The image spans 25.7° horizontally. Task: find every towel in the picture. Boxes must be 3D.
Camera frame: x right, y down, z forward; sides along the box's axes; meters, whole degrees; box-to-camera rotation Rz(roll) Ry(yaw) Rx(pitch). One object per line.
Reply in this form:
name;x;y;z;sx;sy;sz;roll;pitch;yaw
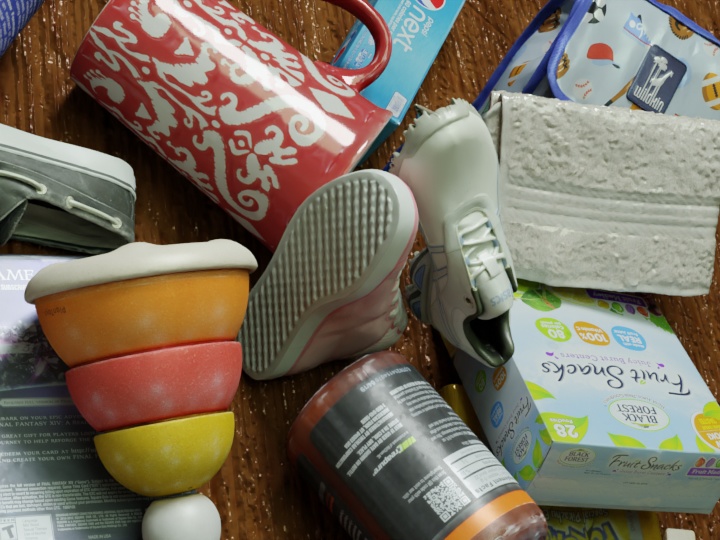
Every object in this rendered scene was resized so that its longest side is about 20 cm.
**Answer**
towel;0.173;-0.054;1.140;0.198;0.034;0.134;5;103;-14

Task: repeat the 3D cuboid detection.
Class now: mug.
mug;-0.085;-0.131;1.125;0.199;0.134;0.178;36;51;-2

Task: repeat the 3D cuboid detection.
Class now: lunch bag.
lunch bag;0.186;-0.114;1.212;0.169;0.201;0.124;28;28;-16

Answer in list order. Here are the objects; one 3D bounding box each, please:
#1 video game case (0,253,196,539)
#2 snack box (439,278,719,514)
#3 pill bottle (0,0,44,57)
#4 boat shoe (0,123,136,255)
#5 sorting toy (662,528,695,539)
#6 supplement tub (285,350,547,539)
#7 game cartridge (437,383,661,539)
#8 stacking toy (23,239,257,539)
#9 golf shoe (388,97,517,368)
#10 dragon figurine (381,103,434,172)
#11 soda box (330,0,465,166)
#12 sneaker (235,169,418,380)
video game case;-0.182;0.083;1.010;0.142;0.019;0.202;2;62;-31
snack box;0.160;0.078;1.140;0.167;0.068;0.201;7;38;-26
pill bottle;-0.272;-0.200;1.053;0.119;0.120;0.201;34;51;-9
boat shoe;-0.236;-0.052;1.021;0.198;0.071;0.064;9;58;-28
sorting toy;0.158;0.296;0.976;0.069;0.201;0.200;7;42;5
supplement tub;0.047;0.155;1.019;0.106;0.107;0.200;-22;60;-37
game cartridge;0.143;0.184;1.137;0.175;0.032;0.202;7;58;-27
stacking toy;-0.124;0.087;0.974;0.145;0.146;0.202;-6;86;-33
golf shoe;0.075;-0.020;1.029;0.078;0.201;0.097;-28;50;-15
dragon figurine;0.025;-0.054;1.098;0.059;0.200;0.099;45;84;0
soda box;0.025;-0.180;1.253;0.064;0.068;0.201;35;51;-9
sneaker;0.000;0.000;1.055;0.104;0.200;0.076;-7;59;-40
